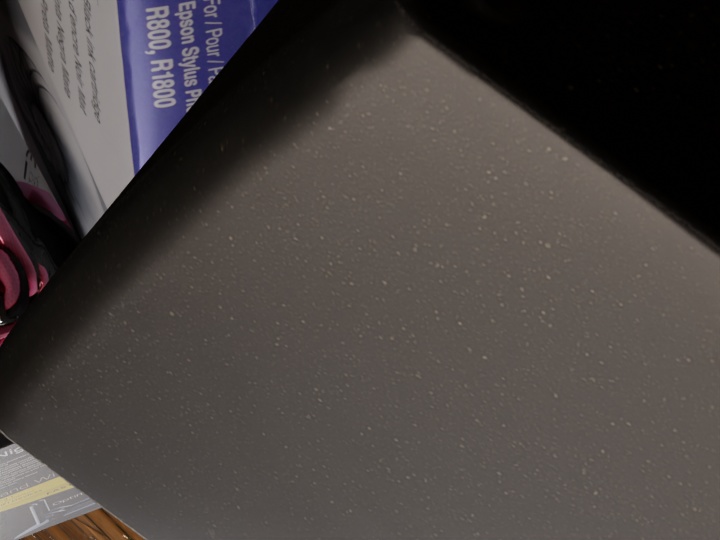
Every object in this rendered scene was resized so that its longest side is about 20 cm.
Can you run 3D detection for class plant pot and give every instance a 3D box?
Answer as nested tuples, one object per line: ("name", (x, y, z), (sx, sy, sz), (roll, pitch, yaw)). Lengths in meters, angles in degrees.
("plant pot", (0.073, -0.019, 0.551), (0.199, 0.200, 0.178), (36, 153, 2))

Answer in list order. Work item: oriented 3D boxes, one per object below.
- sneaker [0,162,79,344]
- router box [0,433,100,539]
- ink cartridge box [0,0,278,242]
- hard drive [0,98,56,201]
("sneaker", (-0.117, 0.000, 0.843), (0.095, 0.079, 0.200), (44, 174, 42))
("router box", (-0.089, 0.043, 1.096), (0.157, 0.199, 0.053), (98, 150, -74))
("ink cartridge box", (-0.064, -0.058, 0.790), (0.200, 0.040, 0.200), (57, 163, 29))
("hard drive", (-0.130, -0.084, 0.939), (0.027, 0.133, 0.200), (-7, 149, 17))
